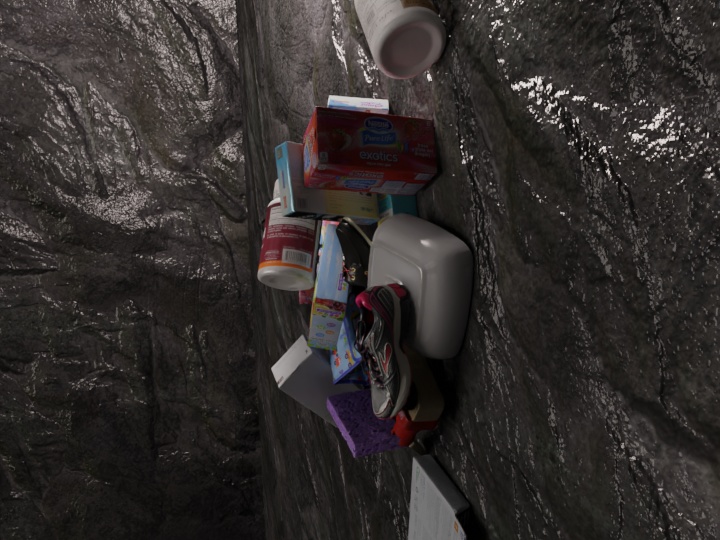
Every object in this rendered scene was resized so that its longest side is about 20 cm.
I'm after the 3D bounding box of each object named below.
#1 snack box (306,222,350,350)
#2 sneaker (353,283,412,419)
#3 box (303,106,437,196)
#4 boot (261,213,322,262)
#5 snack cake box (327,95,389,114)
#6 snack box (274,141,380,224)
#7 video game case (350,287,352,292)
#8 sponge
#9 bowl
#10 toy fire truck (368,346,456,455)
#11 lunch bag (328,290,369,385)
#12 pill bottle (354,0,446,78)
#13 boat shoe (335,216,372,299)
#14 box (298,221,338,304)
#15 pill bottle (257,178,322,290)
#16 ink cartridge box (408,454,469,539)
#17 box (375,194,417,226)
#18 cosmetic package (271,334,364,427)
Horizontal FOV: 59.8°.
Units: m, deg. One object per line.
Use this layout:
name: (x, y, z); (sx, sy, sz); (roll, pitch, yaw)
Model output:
snack box: (-0.057, 0.036, 1.233); (0.201, 0.066, 0.171); (107, 172, -58)
sneaker: (0.026, 0.123, 0.939); (0.080, 0.074, 0.204); (5, 100, 55)
box: (0.012, -0.185, 0.996); (0.100, 0.196, 0.097); (138, 131, -67)
boot: (-0.160, -0.044, 1.352); (0.196, 0.073, 0.165); (-5, 68, 43)
snack cake box: (-0.011, -0.220, 1.189); (0.068, 0.113, 0.203); (-90, 4, -61)
snack box: (-0.052, -0.145, 1.069); (0.037, 0.198, 0.119); (-16, 77, 44)
video game case: (-0.028, -0.026, 1.384); (0.201, 0.017, 0.146); (109, 157, -66)
sponge: (0.008, 0.306, 1.282); (0.200, 0.109, 0.030); (-138, 44, -65)
bowl: (0.078, 0.028, 0.977); (0.199, 0.074, 0.203); (31, 125, 46)
toy fire truck: (0.077, 0.222, 1.074); (0.177, 0.126, 0.202); (-115, 37, -47)
lunch bag: (0.007, 0.127, 1.315); (0.201, 0.092, 0.153); (-55, 38, 46)
pill bottle: (0.051, -0.406, 0.965); (0.115, 0.112, 0.203); (112, 148, -54)
boat shoe: (0.001, 0.001, 1.088); (0.073, 0.063, 0.203); (32, 152, 51)
box: (-0.096, -0.033, 1.439); (0.095, 0.101, 0.203); (108, 158, -64)
pill bottle: (-0.133, -0.072, 1.220); (0.114, 0.112, 0.204); (136, 142, -67)
ink cartridge box: (0.137, 0.444, 1.030); (0.200, 0.040, 0.203); (-135, 43, -63)
box: (0.065, -0.080, 1.108); (0.082, 0.048, 0.204); (164, 101, -72)
cosmetic package: (-0.090, 0.250, 1.407); (0.200, 0.113, 0.081); (44, -177, -31)
